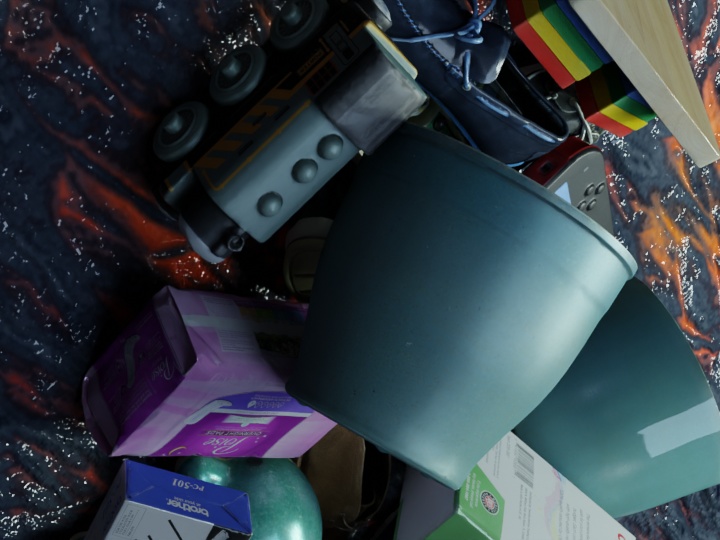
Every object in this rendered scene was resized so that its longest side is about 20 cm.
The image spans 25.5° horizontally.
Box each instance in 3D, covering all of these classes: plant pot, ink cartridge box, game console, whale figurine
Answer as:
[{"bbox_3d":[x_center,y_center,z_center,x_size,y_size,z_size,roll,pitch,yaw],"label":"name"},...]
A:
[{"bbox_3d":[0.051,0.033,1.049,0.200,0.199,0.189,35,83,-51],"label":"plant pot"},{"bbox_3d":[0.128,0.224,1.268,0.200,0.146,0.088,38,118,-14],"label":"ink cartridge box"},{"bbox_3d":[0.202,0.127,1.395,0.160,0.201,0.202,-23,133,-7],"label":"plant pot"},{"bbox_3d":[0.121,0.004,1.236,0.200,0.031,0.177,-43,146,-12],"label":"game console"},{"bbox_3d":[-0.159,0.229,1.114,0.093,0.044,0.201,18,120,-20],"label":"ink cartridge box"},{"bbox_3d":[-0.117,0.209,1.180,0.199,0.104,0.160,-15,126,-30],"label":"whale figurine"}]

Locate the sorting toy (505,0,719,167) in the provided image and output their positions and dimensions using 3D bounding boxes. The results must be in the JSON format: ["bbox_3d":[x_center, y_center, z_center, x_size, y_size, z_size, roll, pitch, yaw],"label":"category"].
[{"bbox_3d":[0.168,-0.189,1.161,0.069,0.201,0.199,-29,133,22],"label":"sorting toy"}]

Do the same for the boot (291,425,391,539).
[{"bbox_3d":[-0.022,0.195,1.294,0.073,0.075,0.202,-20,129,-40],"label":"boot"}]

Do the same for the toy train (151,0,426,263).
[{"bbox_3d":[-0.050,-0.093,1.019,0.200,0.114,0.085,-42,130,6],"label":"toy train"}]

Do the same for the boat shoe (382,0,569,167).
[{"bbox_3d":[0.078,-0.154,1.102,0.200,0.068,0.085,38,54,-39],"label":"boat shoe"}]

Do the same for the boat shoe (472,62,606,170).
[{"bbox_3d":[0.159,-0.128,1.241,0.200,0.070,0.073,-39,131,-43],"label":"boat shoe"}]

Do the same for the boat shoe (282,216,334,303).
[{"bbox_3d":[0.000,0.000,1.196,0.200,0.074,0.069,47,47,-58],"label":"boat shoe"}]

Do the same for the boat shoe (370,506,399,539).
[{"bbox_3d":[0.038,0.270,1.416,0.200,0.072,0.073,-39,143,-7],"label":"boat shoe"}]

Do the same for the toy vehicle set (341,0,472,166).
[{"bbox_3d":[0.032,-0.135,1.171,0.125,0.026,0.200,-50,140,-9],"label":"toy vehicle set"}]

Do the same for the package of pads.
[{"bbox_3d":[-0.086,0.077,1.123,0.199,0.076,0.121,7,137,-47],"label":"package of pads"}]
